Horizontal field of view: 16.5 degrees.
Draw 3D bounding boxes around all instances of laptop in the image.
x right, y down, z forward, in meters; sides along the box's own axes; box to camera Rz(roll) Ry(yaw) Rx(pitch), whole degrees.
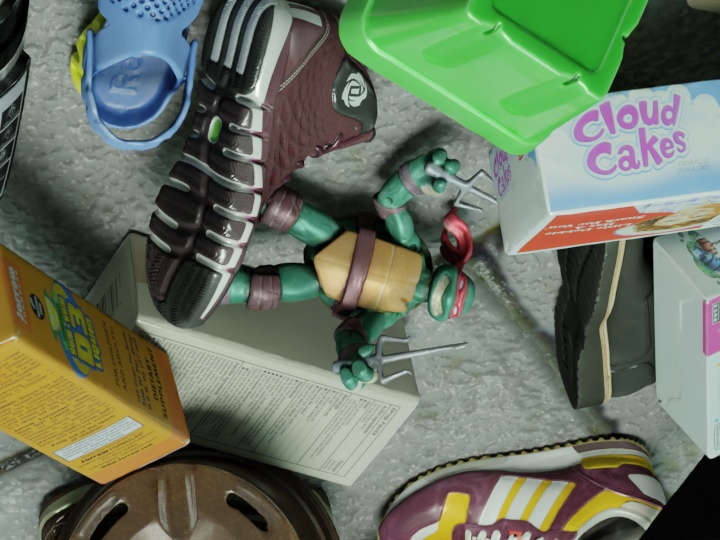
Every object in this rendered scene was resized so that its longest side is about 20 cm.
[{"bbox_3d":[0.315,0.139,1.621,0.200,0.116,0.187,13,167,-23],"label":"laptop"}]

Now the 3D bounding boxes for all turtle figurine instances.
[{"bbox_3d":[0.000,0.000,1.482,0.200,0.150,0.101,12,170,-7],"label":"turtle figurine"}]

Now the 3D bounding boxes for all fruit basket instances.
[{"bbox_3d":[0.079,-0.170,1.308,0.155,0.216,0.216,30,123,-25],"label":"fruit basket"}]

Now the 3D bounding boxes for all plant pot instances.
[{"bbox_3d":[-0.104,0.199,1.546,0.200,0.201,0.198,-8,172,-3],"label":"plant pot"}]

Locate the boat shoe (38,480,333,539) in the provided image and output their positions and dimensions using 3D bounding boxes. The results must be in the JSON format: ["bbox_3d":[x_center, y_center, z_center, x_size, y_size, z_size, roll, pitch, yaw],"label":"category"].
[{"bbox_3d":[-0.115,0.184,1.672,0.202,0.075,0.075,-2,135,-9],"label":"boat shoe"}]

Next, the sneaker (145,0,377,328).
[{"bbox_3d":[-0.044,-0.058,1.411,0.115,0.076,0.200,3,113,-41],"label":"sneaker"}]

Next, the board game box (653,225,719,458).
[{"bbox_3d":[0.282,0.010,1.538,0.200,0.064,0.148,-26,138,-16],"label":"board game box"}]

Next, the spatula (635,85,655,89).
[{"bbox_3d":[0.192,-0.103,1.469,0.200,0.021,0.057,-10,175,13],"label":"spatula"}]

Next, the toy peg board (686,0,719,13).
[{"bbox_3d":[0.312,-0.187,1.367,0.200,0.098,0.199,8,132,-17],"label":"toy peg board"}]

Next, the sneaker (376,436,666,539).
[{"bbox_3d":[0.111,0.177,1.697,0.200,0.090,0.075,-16,135,5],"label":"sneaker"}]

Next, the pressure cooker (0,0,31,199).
[{"bbox_3d":[-0.262,-0.114,1.276,0.178,0.176,0.200,4,133,-13],"label":"pressure cooker"}]

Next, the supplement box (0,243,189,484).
[{"bbox_3d":[-0.173,0.055,1.390,0.069,0.067,0.200,-26,152,17],"label":"supplement box"}]

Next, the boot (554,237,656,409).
[{"bbox_3d":[0.197,0.002,1.562,0.138,0.078,0.200,-11,147,-7],"label":"boot"}]

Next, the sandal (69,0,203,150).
[{"bbox_3d":[-0.113,-0.142,1.340,0.079,0.087,0.200,1,132,-10],"label":"sandal"}]

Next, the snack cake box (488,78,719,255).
[{"bbox_3d":[0.184,-0.063,1.415,0.200,0.067,0.115,-8,172,-11],"label":"snack cake box"}]

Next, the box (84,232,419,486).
[{"bbox_3d":[-0.073,0.058,1.552,0.200,0.078,0.095,19,128,-27],"label":"box"}]
